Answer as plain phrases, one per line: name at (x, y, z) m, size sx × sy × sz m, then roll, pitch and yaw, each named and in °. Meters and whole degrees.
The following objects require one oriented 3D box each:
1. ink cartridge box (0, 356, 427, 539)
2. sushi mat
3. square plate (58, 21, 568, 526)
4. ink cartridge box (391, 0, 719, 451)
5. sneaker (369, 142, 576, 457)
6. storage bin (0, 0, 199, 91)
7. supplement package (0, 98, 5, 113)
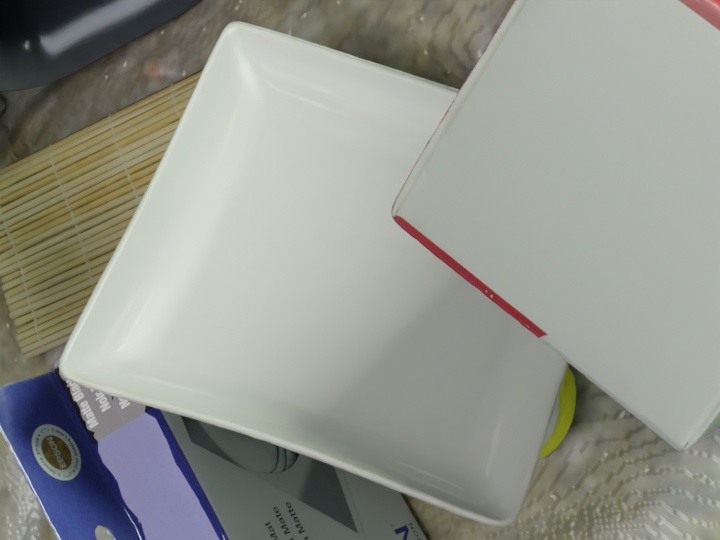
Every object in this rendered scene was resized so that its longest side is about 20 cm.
ink cartridge box at (-0.050, 0.112, 1.107) m, size 0.041 × 0.200 × 0.200 m, roll -35°, pitch 80°, yaw 31°
sushi mat at (-0.110, -0.032, 1.231) m, size 0.200 × 0.012 × 0.096 m, roll -23°, pitch 86°, yaw 32°
square plate at (0.000, 0.000, 1.062) m, size 0.197 × 0.200 × 0.028 m, roll 18°, pitch 148°, yaw 8°
ink cartridge box at (0.139, -0.051, 0.961) m, size 0.145 × 0.200 × 0.145 m, roll 38°, pitch 116°, yaw 14°
sneaker at (0.021, -0.001, 1.114) m, size 0.074 × 0.085 × 0.200 m, roll -42°, pitch 76°, yaw 28°
storage bin at (-0.166, -0.186, 1.140) m, size 0.145 × 0.200 × 0.135 m, roll -26°, pitch 74°, yaw 17°
supplement package at (-0.303, -0.096, 1.278) m, size 0.200 × 0.117 × 0.117 m, roll 41°, pitch 117°, yaw 20°
